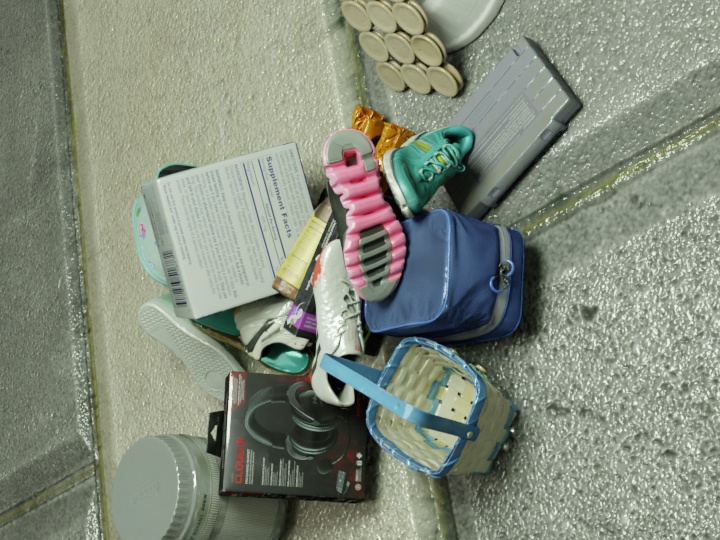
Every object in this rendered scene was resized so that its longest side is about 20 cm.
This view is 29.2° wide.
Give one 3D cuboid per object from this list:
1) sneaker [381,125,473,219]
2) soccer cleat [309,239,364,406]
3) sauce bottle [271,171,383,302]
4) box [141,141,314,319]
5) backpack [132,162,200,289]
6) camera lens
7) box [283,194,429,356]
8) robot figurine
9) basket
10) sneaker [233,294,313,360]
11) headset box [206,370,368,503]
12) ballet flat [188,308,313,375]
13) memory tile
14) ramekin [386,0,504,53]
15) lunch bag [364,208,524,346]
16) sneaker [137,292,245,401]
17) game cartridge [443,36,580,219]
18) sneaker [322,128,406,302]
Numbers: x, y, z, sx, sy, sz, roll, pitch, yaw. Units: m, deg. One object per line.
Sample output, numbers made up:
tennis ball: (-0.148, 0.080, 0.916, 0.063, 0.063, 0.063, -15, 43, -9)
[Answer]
sneaker: (0.081, -0.127, 1.630, 0.079, 0.200, 0.078, -19, 109, 27)
soccer cleat: (-0.023, 0.065, 1.655, 0.085, 0.068, 0.203, -149, 62, -63)
sauce bottle: (-0.038, -0.048, 1.750, 0.066, 0.066, 0.201, 28, 83, 45)
box: (-0.163, -0.052, 1.804, 0.105, 0.198, 0.187, -4, 102, 69)
backpack: (-0.223, -0.053, 1.931, 0.153, 0.198, 0.178, -33, 58, 39)
camera lens: (-0.206, 0.301, 1.814, 0.159, 0.199, 0.162, -15, 68, 42)
box: (0.000, 0.000, 1.731, 0.036, 0.142, 0.202, 30, 100, 48)
robot figurine: (-0.006, -0.110, 1.829, 0.145, 0.058, 0.202, 34, 103, 47)
basket: (0.066, 0.151, 1.579, 0.176, 0.199, 0.141, 29, 99, 44)
sneaker: (-0.067, 0.061, 1.825, 0.198, 0.076, 0.089, -17, 92, 17)
headset box: (-0.094, 0.209, 1.726, 0.077, 0.197, 0.151, 130, 145, -72)
ballet flat: (-0.148, 0.085, 1.897, 0.198, 0.071, 0.071, 25, 98, 10)
memory tile: (0.042, -0.306, 1.755, 0.152, 0.201, 0.017, 14, 54, 49)
ramekin: (0.092, -0.389, 1.783, 0.201, 0.094, 0.205, -15, 68, 42)
lunch bag: (0.110, 0.011, 1.623, 0.199, 0.131, 0.138, -12, 70, 56)
sneaker: (-0.212, 0.098, 1.972, 0.200, 0.118, 0.074, 43, 121, 5)
game cartridge: (0.171, -0.170, 1.687, 0.200, 0.038, 0.130, -49, 53, 24)
sneaker: (-0.002, -0.062, 1.620, 0.095, 0.078, 0.203, 163, 96, -75)
